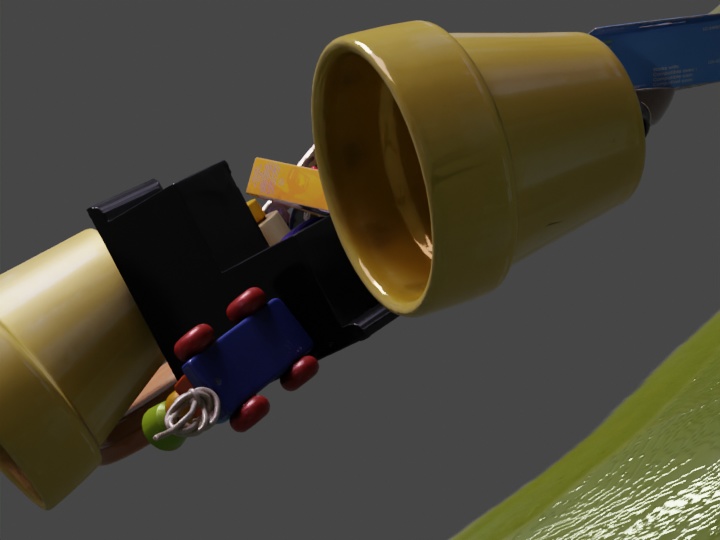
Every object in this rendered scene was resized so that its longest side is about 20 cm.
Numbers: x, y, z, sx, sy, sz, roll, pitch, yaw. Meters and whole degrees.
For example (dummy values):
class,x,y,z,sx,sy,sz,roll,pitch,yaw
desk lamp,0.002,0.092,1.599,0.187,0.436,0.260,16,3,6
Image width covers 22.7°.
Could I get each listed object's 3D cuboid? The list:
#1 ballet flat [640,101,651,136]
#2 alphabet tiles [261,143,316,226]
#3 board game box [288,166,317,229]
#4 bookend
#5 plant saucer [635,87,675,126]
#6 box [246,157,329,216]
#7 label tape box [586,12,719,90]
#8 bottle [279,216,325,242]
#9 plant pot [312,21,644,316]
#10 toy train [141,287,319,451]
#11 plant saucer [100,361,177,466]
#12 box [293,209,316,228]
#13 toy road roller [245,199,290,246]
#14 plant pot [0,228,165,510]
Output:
class,x,y,z,sx,sy,sz,roll,pitch,yaw
ballet flat,0.220,-0.101,1.513,0.200,0.057,0.067,-40,-32,-65
alphabet tiles,-0.026,-0.092,2.000,0.200,0.008,0.167,-52,-33,-13
board game box,-0.012,-0.109,1.957,0.158,0.039,0.200,-49,-23,15
bookend,-0.090,-0.012,1.474,0.198,0.200,0.092,-27,2,35
plant saucer,0.200,-0.143,1.700,0.199,0.035,0.200,-7,1,0
box,0.005,-0.061,1.652,0.200,0.042,0.119,12,-3,42
label tape box,0.273,-0.202,1.731,0.144,0.064,0.200,-8,3,-6
bottle,-0.012,-0.003,1.605,0.084,0.065,0.200,-43,21,-15
plant pot,0.090,-0.087,1.278,0.188,0.201,0.201,-16,0,-20
toy train,-0.129,0.102,1.361,0.116,0.085,0.200,-39,-1,40
plant saucer,-0.169,0.108,1.651,0.200,0.032,0.200,-34,8,5
box,0.016,-0.075,1.950,0.200,0.044,0.160,-34,-23,-23
toy road roller,-0.119,0.016,1.810,0.200,0.123,0.146,-39,10,-31
plant pot,-0.266,0.071,1.554,0.189,0.201,0.201,-42,9,-18
